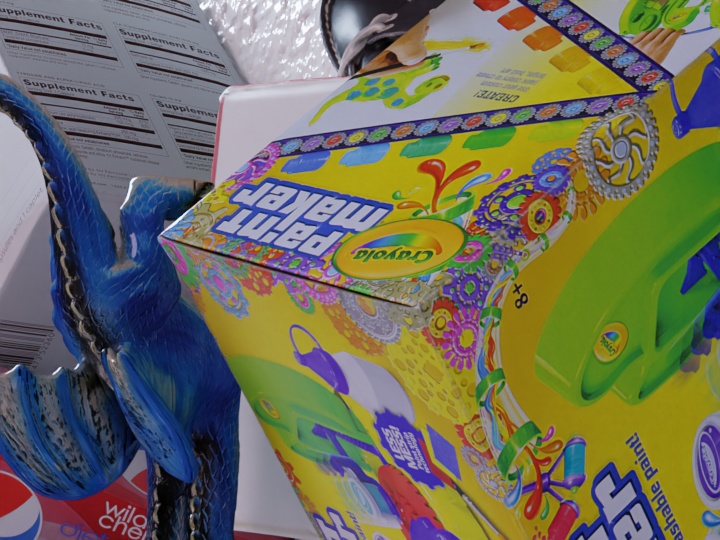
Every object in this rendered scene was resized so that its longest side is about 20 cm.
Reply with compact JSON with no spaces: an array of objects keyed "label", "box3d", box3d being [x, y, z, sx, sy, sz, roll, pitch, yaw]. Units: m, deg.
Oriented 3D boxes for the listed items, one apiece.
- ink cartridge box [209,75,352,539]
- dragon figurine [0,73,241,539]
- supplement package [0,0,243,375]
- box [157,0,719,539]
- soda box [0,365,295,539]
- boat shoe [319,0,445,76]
[{"label":"ink cartridge box","box3d":[0.046,0.024,0.797,0.083,0.199,0.146,1,83,50]},{"label":"dragon figurine","box3d":[-0.070,0.029,0.670,0.058,0.200,0.100,-9,45,28]},{"label":"supplement package","box3d":[-0.152,-0.025,1.120,0.192,0.146,0.201,-57,43,29]},{"label":"box","box3d":[0.080,0.023,0.683,0.122,0.192,0.201,15,139,51]},{"label":"soda box","box3d":[-0.128,0.098,1.012,0.064,0.199,0.070,-61,13,24]},{"label":"boat shoe","box3d":[0.025,-0.074,0.962,0.074,0.060,0.200,-61,40,27]}]
